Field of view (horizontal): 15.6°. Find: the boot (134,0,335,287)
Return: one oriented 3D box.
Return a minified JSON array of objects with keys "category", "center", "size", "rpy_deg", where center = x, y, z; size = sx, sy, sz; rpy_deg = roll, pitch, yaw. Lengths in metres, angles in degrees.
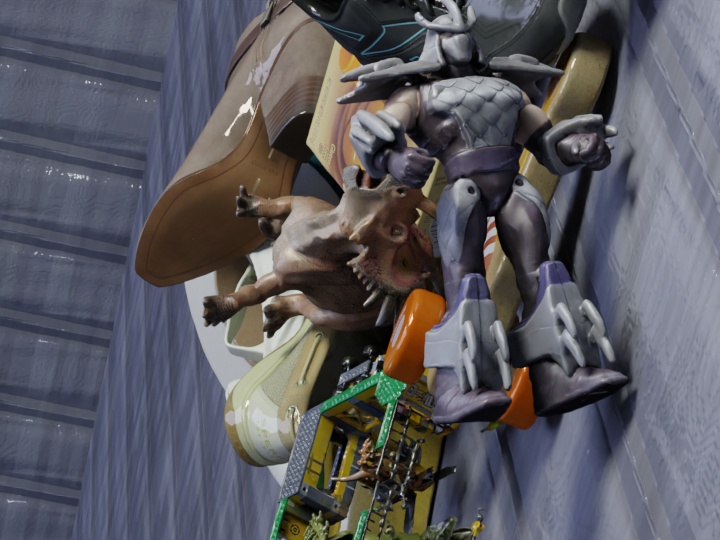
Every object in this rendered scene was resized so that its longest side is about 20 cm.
[{"category":"boot","center":[-0.072,-0.095,1.693],"size":[0.200,0.070,0.146],"rpy_deg":[-40,30,27]}]

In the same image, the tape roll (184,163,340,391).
[{"category":"tape roll","center":[-0.057,0.017,1.798],"size":[0.203,0.037,0.203],"rpy_deg":[30,127,49]}]

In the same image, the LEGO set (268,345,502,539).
[{"category":"LEGO set","center":[0.026,0.147,1.394],"size":[0.154,0.116,0.200],"rpy_deg":[-37,32,44]}]

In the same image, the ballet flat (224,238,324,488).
[{"category":"ballet flat","center":[-0.053,0.060,1.647],"size":[0.069,0.069,0.200],"rpy_deg":[114,161,-55]}]

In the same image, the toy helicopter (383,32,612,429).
[{"category":"toy helicopter","center":[0.080,-0.026,1.322],"size":[0.132,0.079,0.200],"rpy_deg":[-86,17,-76]}]

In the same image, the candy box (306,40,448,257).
[{"category":"candy box","center":[0.039,-0.115,1.481],"size":[0.115,0.055,0.200],"rpy_deg":[51,140,33]}]

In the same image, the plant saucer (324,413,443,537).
[{"category":"plant saucer","center":[0.000,0.140,1.626],"size":[0.200,0.048,0.200],"rpy_deg":[-141,60,-77]}]

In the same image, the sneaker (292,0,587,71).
[{"category":"sneaker","center":[0.035,-0.134,1.337],"size":[0.200,0.079,0.075],"rpy_deg":[1,68,55]}]

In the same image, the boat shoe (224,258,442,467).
[{"category":"boat shoe","center":[0.000,0.040,1.537],"size":[0.063,0.073,0.201],"rpy_deg":[-7,29,45]}]

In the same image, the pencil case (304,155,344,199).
[{"category":"pencil case","center":[-0.019,-0.082,1.809],"size":[0.200,0.085,0.092],"rpy_deg":[109,146,-44]}]

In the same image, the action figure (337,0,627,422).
[{"category":"action figure","center":[0.060,-0.033,1.205],"size":[0.069,0.130,0.200],"rpy_deg":[136,125,-67]}]

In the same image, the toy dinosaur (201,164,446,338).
[{"category":"toy dinosaur","center":[0.000,0.000,1.442],"size":[0.200,0.135,0.086],"rpy_deg":[29,-115,-72]}]
